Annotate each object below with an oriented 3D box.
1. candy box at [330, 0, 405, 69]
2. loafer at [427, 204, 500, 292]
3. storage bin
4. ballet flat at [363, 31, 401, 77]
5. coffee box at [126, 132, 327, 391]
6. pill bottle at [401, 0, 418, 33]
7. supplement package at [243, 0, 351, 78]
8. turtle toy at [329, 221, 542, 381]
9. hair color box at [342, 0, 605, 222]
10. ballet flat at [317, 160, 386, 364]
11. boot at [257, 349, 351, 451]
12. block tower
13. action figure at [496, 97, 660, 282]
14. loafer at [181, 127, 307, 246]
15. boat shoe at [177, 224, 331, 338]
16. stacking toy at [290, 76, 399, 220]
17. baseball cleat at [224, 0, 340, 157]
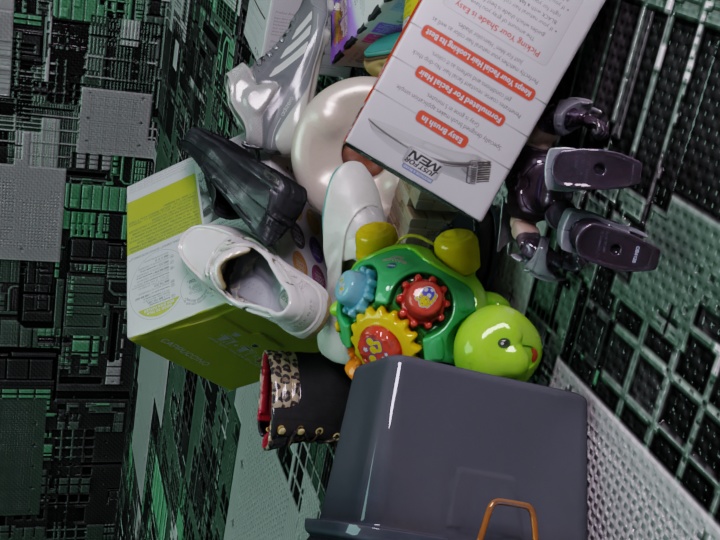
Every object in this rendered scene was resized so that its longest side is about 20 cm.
[{"bbox_3d":[0.030,-0.322,1.024,0.200,0.071,0.170,155,116,-69],"label":"candy box"},{"bbox_3d":[0.067,0.025,0.885,0.072,0.062,0.201,-109,29,-45],"label":"loafer"},{"bbox_3d":[0.072,0.140,0.686,0.145,0.198,0.136,151,130,-67],"label":"storage bin"},{"bbox_3d":[0.066,-0.199,0.935,0.063,0.068,0.200,56,167,-18],"label":"ballet flat"},{"bbox_3d":[-0.127,-0.005,1.123,0.198,0.199,0.200,-19,60,21],"label":"coffee box"},{"bbox_3d":[0.085,-0.177,0.779,0.109,0.108,0.203,176,100,-70],"label":"pill bottle"},{"bbox_3d":[-0.061,-0.356,1.208,0.120,0.120,0.202,-115,34,-53],"label":"supplement package"},{"bbox_3d":[0.056,0.046,0.806,0.198,0.101,0.147,6,117,30],"label":"turtle toy"},{"bbox_3d":[0.082,-0.149,0.687,0.201,0.110,0.064,-60,6,3],"label":"hair color box"},{"bbox_3d":[0.000,0.000,0.937,0.069,0.069,0.202,-128,40,-61],"label":"ballet flat"},{"bbox_3d":[-0.025,0.169,0.992,0.073,0.149,0.203,153,118,-67],"label":"boot"},{"bbox_3d":[0.049,-0.014,0.953,0.058,0.053,0.202,-109,29,-48],"label":"block tower"},{"bbox_3d":[0.140,-0.052,0.688,0.200,0.068,0.132,-110,20,-78],"label":"action figure"},{"bbox_3d":[-0.129,-0.087,0.990,0.200,0.068,0.071,36,97,45],"label":"loafer"},{"bbox_3d":[-0.115,-0.002,0.949,0.199,0.069,0.071,26,88,36],"label":"boat shoe"},{"bbox_3d":[-0.001,-0.126,1.041,0.200,0.144,0.148,-114,30,-80],"label":"stacking toy"},{"bbox_3d":[-0.084,-0.220,1.034,0.070,0.105,0.202,121,158,-70],"label":"baseball cleat"}]
